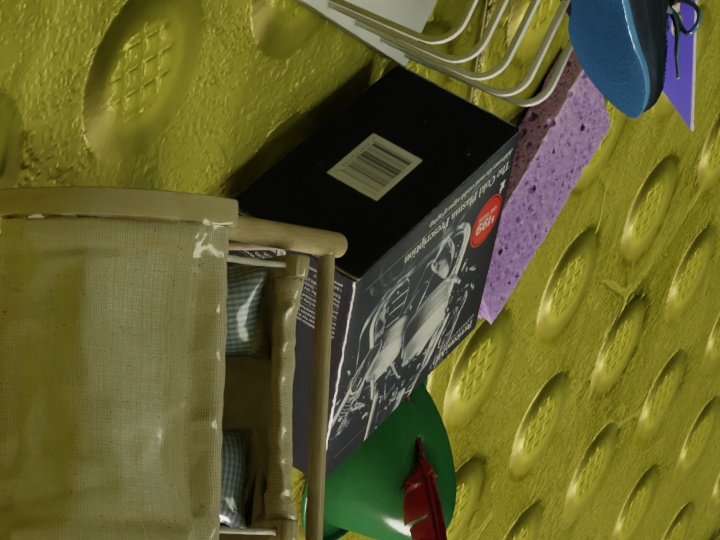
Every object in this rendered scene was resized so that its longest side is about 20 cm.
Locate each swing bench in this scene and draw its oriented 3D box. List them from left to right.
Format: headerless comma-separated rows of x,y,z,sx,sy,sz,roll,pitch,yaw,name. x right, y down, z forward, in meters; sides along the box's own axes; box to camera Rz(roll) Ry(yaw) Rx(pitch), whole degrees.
-0.105,0.066,1.280,0.200,0.129,0.200,16,75,-67,swing bench

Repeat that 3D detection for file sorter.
0.062,-0.194,1.470,0.139,0.124,0.200,-65,158,2,file sorter

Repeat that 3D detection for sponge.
0.134,-0.066,1.874,0.201,0.030,0.112,-58,156,-14,sponge

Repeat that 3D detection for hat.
0.066,0.175,1.778,0.201,0.175,0.166,-57,156,-18,hat

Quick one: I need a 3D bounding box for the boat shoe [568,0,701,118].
0.175,-0.170,1.468,0.069,0.084,0.200,-43,155,-17,boat shoe

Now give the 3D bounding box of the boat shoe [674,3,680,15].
0.276,-0.254,1.941,0.200,0.072,0.065,-55,151,-37,boat shoe

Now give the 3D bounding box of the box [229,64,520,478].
0.000,0.000,1.541,0.200,0.104,0.183,-42,154,-41,box

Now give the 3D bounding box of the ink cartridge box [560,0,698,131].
0.170,-0.219,1.607,0.043,0.201,0.199,-21,144,-9,ink cartridge box
